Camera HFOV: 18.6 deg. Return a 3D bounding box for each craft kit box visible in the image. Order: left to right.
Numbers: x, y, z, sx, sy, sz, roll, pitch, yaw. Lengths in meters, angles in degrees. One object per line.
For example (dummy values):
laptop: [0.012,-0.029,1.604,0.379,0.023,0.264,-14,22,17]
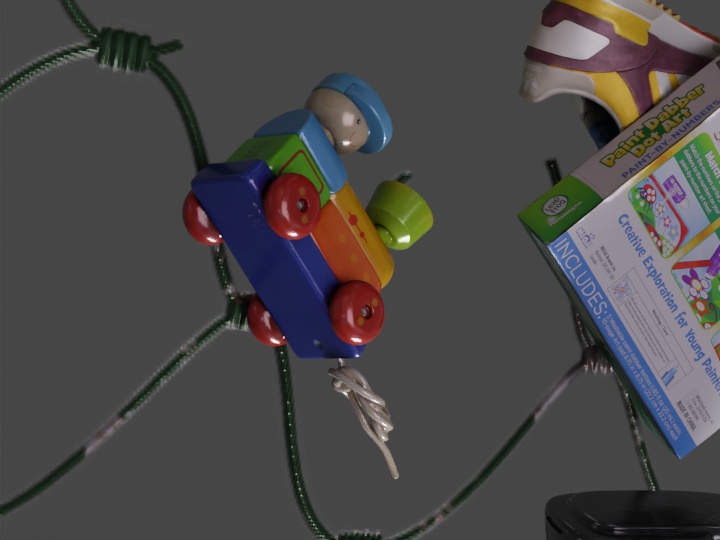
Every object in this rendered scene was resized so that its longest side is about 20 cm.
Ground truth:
craft kit box: [0.217,-0.018,1.297,0.197,0.049,0.200,-36,126,-2]

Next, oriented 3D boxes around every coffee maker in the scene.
coffee maker: [0.154,0.237,1.289,0.191,0.134,0.201,-6,99,-31]

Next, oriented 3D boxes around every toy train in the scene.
toy train: [0.000,0.000,1.200,0.116,0.084,0.201,-48,119,-33]

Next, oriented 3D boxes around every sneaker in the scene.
sneaker: [0.178,-0.103,1.303,0.199,0.075,0.090,24,95,-27]
